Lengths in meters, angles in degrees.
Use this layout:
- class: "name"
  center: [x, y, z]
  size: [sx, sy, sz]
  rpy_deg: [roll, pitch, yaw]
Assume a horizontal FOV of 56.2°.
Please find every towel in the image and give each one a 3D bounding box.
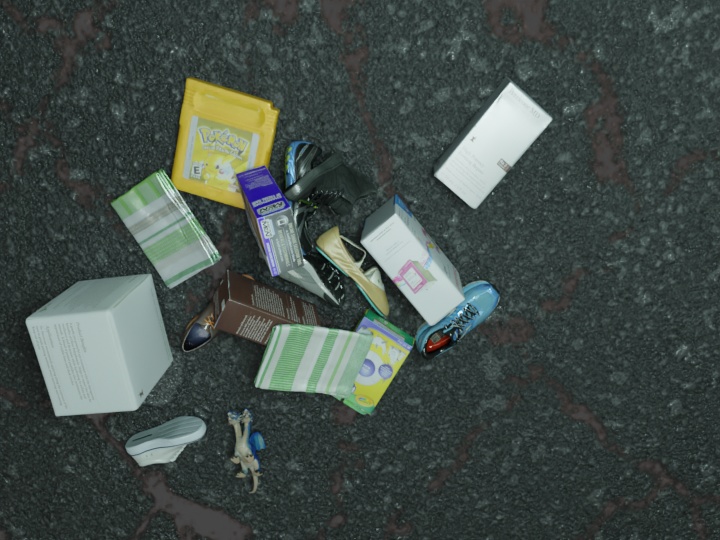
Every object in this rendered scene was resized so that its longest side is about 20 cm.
- class: "towel"
  center: [-0.372, -0.072, 1.279]
  size: [0.147, 0.031, 0.202]
  rpy_deg: [-25, 108, 25]
- class: "towel"
  center: [-0.088, 0.172, 1.270]
  size: [0.196, 0.024, 0.155]
  rpy_deg: [11, 117, -23]

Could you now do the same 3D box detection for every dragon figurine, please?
- class: "dragon figurine"
  center: [-0.236, 0.382, 1.433]
  size: [0.057, 0.101, 0.203]
  rpy_deg: [-9, 128, 6]

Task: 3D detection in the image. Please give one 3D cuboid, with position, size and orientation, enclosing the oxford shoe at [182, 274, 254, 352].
- class: "oxford shoe"
  center: [-0.276, 0.090, 1.322]
  size: [0.071, 0.073, 0.200]
  rpy_deg: [41, 108, -10]

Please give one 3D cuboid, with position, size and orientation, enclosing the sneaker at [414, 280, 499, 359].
- class: "sneaker"
  center: [0.188, 0.104, 1.279]
  size: [0.078, 0.090, 0.200]
  rpy_deg: [42, 108, -10]

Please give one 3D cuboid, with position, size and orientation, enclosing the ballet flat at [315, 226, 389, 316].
- class: "ballet flat"
  center: [0.000, 0.000, 1.273]
  size: [0.063, 0.069, 0.200]
  rpy_deg: [-43, 103, 3]

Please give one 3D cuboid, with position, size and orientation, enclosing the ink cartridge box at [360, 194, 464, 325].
- class: "ink cartridge box"
  center: [0.095, -0.021, 1.213]
  size: [0.084, 0.145, 0.201]
  rpy_deg: [-36, 104, 15]

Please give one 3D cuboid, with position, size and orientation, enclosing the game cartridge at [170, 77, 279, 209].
- class: "game cartridge"
  center: [-0.248, -0.226, 1.227]
  size: [0.172, 0.033, 0.204]
  rpy_deg: [15, 112, -1]

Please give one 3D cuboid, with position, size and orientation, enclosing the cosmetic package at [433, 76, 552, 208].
- class: "cosmetic package"
  center: [0.225, -0.219, 1.168]
  size: [0.101, 0.074, 0.201]
  rpy_deg: [36, 110, -9]

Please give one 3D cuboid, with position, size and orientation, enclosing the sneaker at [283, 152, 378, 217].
- class: "sneaker"
  center: [-0.047, -0.135, 1.159]
  size: [0.059, 0.200, 0.105]
  rpy_deg: [-27, 103, 36]

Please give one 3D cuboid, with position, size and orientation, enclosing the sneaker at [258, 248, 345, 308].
- class: "sneaker"
  center: [-0.109, 0.001, 1.284]
  size: [0.199, 0.074, 0.079]
  rpy_deg: [41, 118, -4]

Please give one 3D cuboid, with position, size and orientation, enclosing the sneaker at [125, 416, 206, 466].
- class: "sneaker"
  center: [-0.406, 0.368, 1.444]
  size: [0.196, 0.074, 0.072]
  rpy_deg: [-17, 118, 20]

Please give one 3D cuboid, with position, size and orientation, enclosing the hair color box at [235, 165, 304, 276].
- class: "hair color box"
  center: [-0.158, -0.090, 1.157]
  size: [0.063, 0.200, 0.111]
  rpy_deg: [-19, 122, -12]

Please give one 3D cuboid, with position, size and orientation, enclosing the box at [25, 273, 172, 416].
- class: "box"
  center: [-0.488, 0.137, 1.291]
  size: [0.167, 0.201, 0.204]
  rpy_deg: [-6, 109, 9]

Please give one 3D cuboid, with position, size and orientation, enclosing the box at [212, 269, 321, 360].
- class: "box"
  center: [-0.174, 0.085, 1.266]
  size: [0.197, 0.101, 0.076]
  rpy_deg: [25, 113, -26]

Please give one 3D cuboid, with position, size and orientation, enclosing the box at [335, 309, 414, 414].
- class: "box"
  center: [0.010, 0.193, 1.346]
  size: [0.116, 0.048, 0.203]
  rpy_deg: [30, 111, 1]

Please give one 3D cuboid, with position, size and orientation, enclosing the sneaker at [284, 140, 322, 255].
- class: "sneaker"
  center: [-0.096, -0.130, 1.217]
  size: [0.080, 0.071, 0.205]
  rpy_deg: [0, 94, -9]
